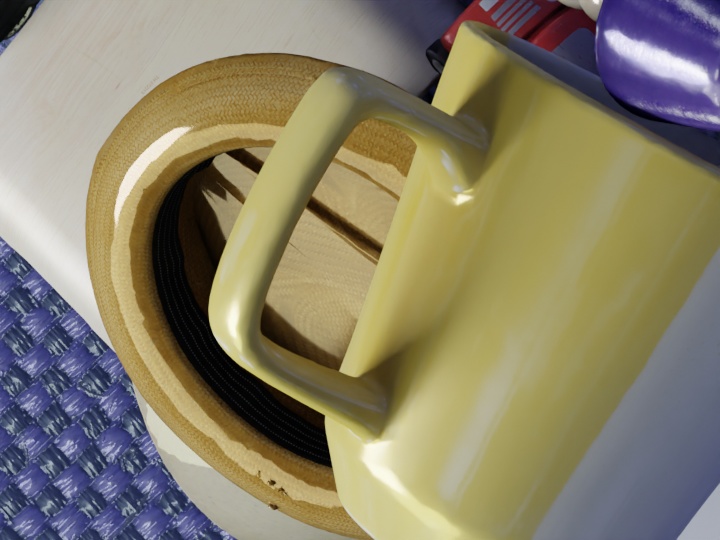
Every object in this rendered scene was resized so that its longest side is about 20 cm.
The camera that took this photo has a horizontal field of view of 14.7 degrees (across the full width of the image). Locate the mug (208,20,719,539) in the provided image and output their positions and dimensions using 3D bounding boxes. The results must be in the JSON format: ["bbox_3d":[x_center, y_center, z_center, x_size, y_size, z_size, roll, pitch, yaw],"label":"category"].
[{"bbox_3d":[0.048,0.015,0.872,0.186,0.154,0.149,27,-171,-4],"label":"mug"}]

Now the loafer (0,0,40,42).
[{"bbox_3d":[-0.123,-0.162,1.076,0.068,0.201,0.070,48,-151,22],"label":"loafer"}]

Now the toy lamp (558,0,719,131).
[{"bbox_3d":[0.063,-0.090,0.845,0.200,0.058,0.058,36,166,53],"label":"toy lamp"}]

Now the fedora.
[{"bbox_3d":[0.000,0.000,1.010,0.201,0.200,0.082,48,-145,-8],"label":"fedora"}]

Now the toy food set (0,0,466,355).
[{"bbox_3d":[-0.061,-0.063,1.106,0.143,0.200,0.060,44,-164,14],"label":"toy food set"}]

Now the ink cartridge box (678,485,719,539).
[{"bbox_3d":[0.118,0.150,1.161,0.145,0.200,0.088,36,166,50],"label":"ink cartridge box"}]

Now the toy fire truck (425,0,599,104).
[{"bbox_3d":[0.089,-0.024,1.029,0.141,0.049,0.200,45,170,12],"label":"toy fire truck"}]

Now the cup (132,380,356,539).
[{"bbox_3d":[0.022,0.018,1.168,0.143,0.201,0.201,-8,130,47],"label":"cup"}]
